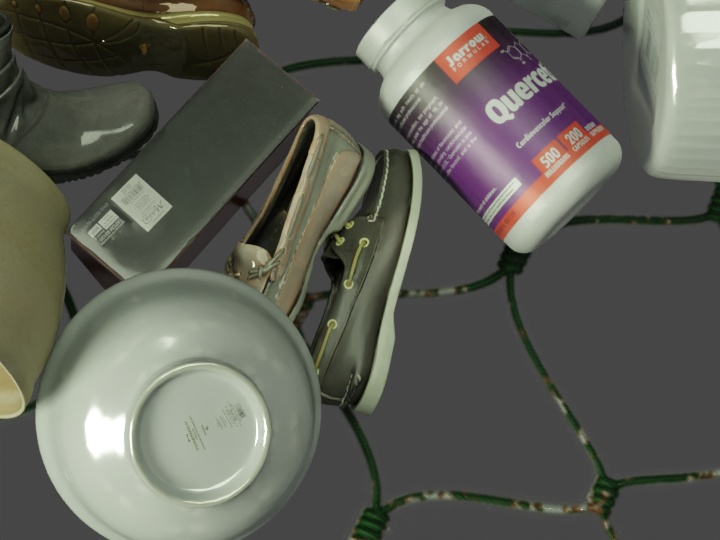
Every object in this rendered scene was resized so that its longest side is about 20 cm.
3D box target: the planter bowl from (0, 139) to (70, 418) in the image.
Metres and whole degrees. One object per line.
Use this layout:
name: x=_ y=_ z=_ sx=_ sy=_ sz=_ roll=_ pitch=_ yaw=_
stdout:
planter bowl: x=-0.276 y=-0.014 z=1.308 sx=0.199 sy=0.200 sz=0.135 roll=29 pitch=66 yaw=0

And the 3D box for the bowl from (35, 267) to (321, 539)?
bowl: x=-0.114 y=0.103 z=1.317 sx=0.199 sy=0.090 sz=0.203 roll=-2 pitch=97 yaw=-14

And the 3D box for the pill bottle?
pill bottle: x=0.092 y=-0.117 z=1.461 sx=0.112 sy=0.113 sz=0.200 roll=-42 pitch=83 yaw=-21

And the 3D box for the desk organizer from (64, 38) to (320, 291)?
desk organizer: x=-0.122 y=-0.062 z=1.419 sx=0.072 sy=0.077 sz=0.200 roll=39 pitch=69 yaw=5

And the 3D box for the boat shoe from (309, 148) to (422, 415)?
boat shoe: x=0.000 y=0.000 z=1.424 sx=0.060 sy=0.072 sz=0.203 roll=14 pitch=71 yaw=-10

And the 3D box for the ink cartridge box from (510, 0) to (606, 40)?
ink cartridge box: x=0.121 y=-0.291 z=1.494 sx=0.199 sy=0.176 sz=0.084 roll=29 pitch=67 yaw=0

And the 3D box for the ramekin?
ramekin: x=0.258 y=-0.161 z=1.469 sx=0.097 sy=0.201 sz=0.203 roll=-1 pitch=71 yaw=-3

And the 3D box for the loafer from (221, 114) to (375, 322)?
loafer: x=-0.064 y=-0.019 z=1.404 sx=0.063 sy=0.072 sz=0.201 roll=42 pitch=73 yaw=-37

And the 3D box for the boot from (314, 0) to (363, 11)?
boot: x=-0.072 y=-0.225 z=1.447 sx=0.154 sy=0.200 sz=0.077 roll=26 pitch=111 yaw=4

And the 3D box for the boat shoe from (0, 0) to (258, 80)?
boat shoe: x=-0.175 y=-0.190 z=1.463 sx=0.198 sy=0.072 sz=0.068 roll=5 pitch=50 yaw=-14

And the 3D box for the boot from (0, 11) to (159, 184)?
boot: x=-0.239 y=-0.126 z=1.382 sx=0.198 sy=0.133 sz=0.070 roll=-20 pitch=44 yaw=-18
